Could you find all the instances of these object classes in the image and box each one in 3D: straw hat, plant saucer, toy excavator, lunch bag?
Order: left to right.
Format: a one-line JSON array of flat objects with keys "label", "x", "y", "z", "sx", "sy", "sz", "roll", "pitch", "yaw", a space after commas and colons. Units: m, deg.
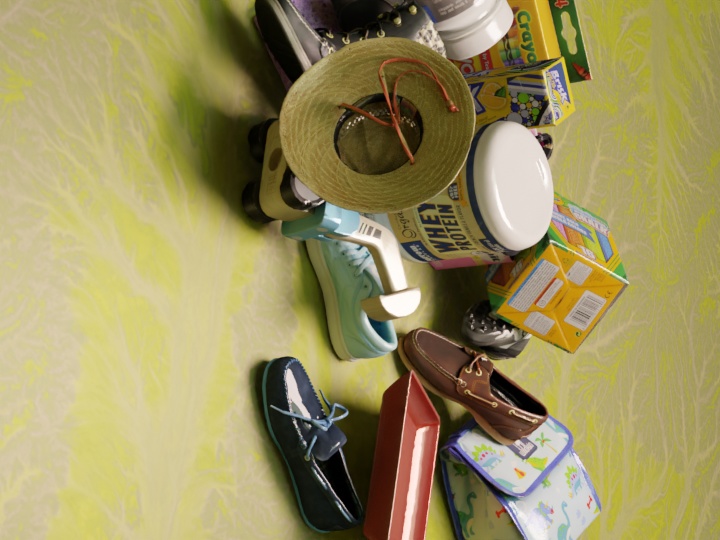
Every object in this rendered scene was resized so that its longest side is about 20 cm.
[{"label": "toy excavator", "x": -0.016, "y": -0.059, "z": 1.517, "sx": 0.199, "sy": 0.100, "sz": 0.195, "roll": 16, "pitch": 72, "yaw": -32}, {"label": "straw hat", "x": 0.018, "y": -0.126, "z": 1.444, "sx": 0.085, "sy": 0.200, "sz": 0.202, "roll": 94, "pitch": 8, "yaw": -66}, {"label": "plant saucer", "x": 0.045, "y": 0.233, "z": 1.621, "sx": 0.200, "sy": 0.037, "sz": 0.200, "roll": 60, "pitch": 37, "yaw": -65}, {"label": "lunch bag", "x": 0.191, "y": 0.264, "z": 1.806, "sx": 0.170, "sy": 0.127, "sz": 0.201, "roll": -35, "pitch": 99, "yaw": -48}]

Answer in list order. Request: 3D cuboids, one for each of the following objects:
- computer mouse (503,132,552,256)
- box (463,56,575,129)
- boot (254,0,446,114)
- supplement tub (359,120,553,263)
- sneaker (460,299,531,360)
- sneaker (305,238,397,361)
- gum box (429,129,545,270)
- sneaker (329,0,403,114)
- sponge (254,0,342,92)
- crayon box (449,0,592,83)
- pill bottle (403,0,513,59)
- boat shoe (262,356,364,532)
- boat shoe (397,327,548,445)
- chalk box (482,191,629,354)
[{"label": "computer mouse", "x": 0.204, "y": -0.095, "z": 1.744, "sx": 0.059, "sy": 0.034, "sz": 0.200, "roll": 54, "pitch": 45, "yaw": -34}, {"label": "box", "x": 0.149, "y": -0.200, "z": 1.736, "sx": 0.064, "sy": 0.199, "sz": 0.070, "roll": -35, "pitch": 114, "yaw": -52}, {"label": "boot", "x": -0.009, "y": -0.247, "z": 1.535, "sx": 0.154, "sy": 0.073, "sz": 0.204, "roll": -41, "pitch": 124, "yaw": -10}, {"label": "supplement tub", "x": 0.102, "y": -0.085, "z": 1.651, "sx": 0.144, "sy": 0.199, "sz": 0.145, "roll": 13, "pitch": 74, "yaw": -51}, {"label": "sneaker", "x": 0.176, "y": 0.080, "z": 1.832, "sx": 0.200, "sy": 0.066, "sz": 0.091, "roll": -21, "pitch": 136, "yaw": -59}, {"label": "sneaker", "x": 0.000, "y": 0.000, "z": 1.598, "sx": 0.074, "sy": 0.082, "sz": 0.201, "roll": -31, "pitch": 111, "yaw": -53}, {"label": "gum box", "x": 0.149, "y": -0.104, "z": 1.796, "sx": 0.066, "sy": 0.113, "sz": 0.201, "roll": 47, "pitch": 49, "yaw": -40}, {"label": "sneaker", "x": 0.028, "y": -0.252, "z": 1.629, "sx": 0.200, "sy": 0.075, "sz": 0.107, "roll": 34, "pitch": 40, "yaw": -67}, {"label": "sponge", "x": -0.043, "y": -0.219, "z": 1.614, "sx": 0.112, "sy": 0.030, "sz": 0.201, "roll": -52, "pitch": 127, "yaw": -45}, {"label": "crayon box", "x": 0.171, "y": -0.271, "z": 1.774, "sx": 0.051, "sy": 0.199, "sz": 0.127, "roll": -38, "pitch": 115, "yaw": -57}, {"label": "pill bottle", "x": 0.089, "y": -0.347, "z": 1.657, "sx": 0.200, "sy": 0.113, "sz": 0.114, "roll": 55, "pitch": 45, "yaw": -31}, {"label": "boat shoe", "x": -0.040, "y": 0.178, "z": 1.527, "sx": 0.084, "sy": 0.068, "sz": 0.201, "roll": -46, "pitch": 122, "yaw": -47}, {"label": "boat shoe", "x": 0.137, "y": 0.128, "z": 1.729, "sx": 0.200, "sy": 0.070, "sz": 0.071, "roll": 36, "pitch": 44, "yaw": -17}, {"label": "chalk box", "x": 0.234, "y": -0.017, "z": 1.812, "sx": 0.124, "sy": 0.125, "sz": 0.200, "roll": 27, "pitch": 25, "yaw": -18}]
